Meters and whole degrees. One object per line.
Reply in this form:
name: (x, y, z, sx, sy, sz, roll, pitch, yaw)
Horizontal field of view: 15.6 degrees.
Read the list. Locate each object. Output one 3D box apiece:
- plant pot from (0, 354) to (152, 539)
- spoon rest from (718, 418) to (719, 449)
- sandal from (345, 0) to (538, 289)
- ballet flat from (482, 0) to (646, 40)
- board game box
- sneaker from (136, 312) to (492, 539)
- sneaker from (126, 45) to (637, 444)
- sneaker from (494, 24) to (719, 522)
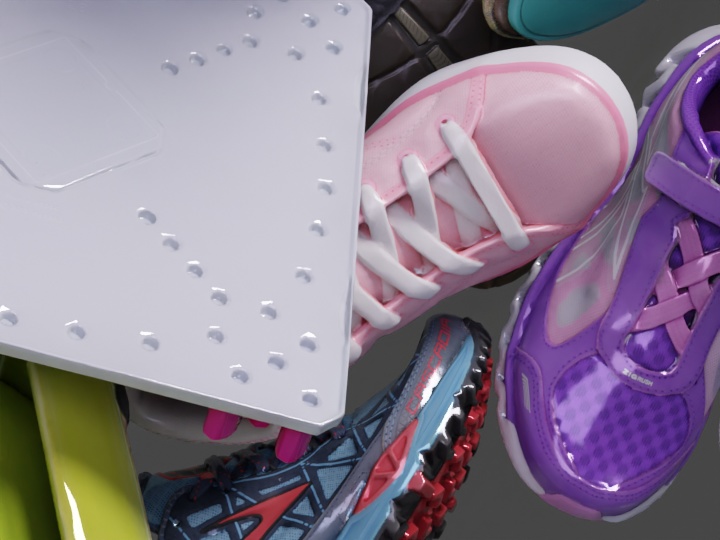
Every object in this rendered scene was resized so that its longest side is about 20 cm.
plant pot: (-0.158, 0.127, 0.780, 0.181, 0.200, 0.199, -3, 56, -21)
spoon rest: (0.216, 0.086, 0.903, 0.200, 0.061, 0.099, 36, 77, 10)
sandal: (0.006, -0.081, 0.932, 0.082, 0.055, 0.200, -43, 108, 5)
ballet flat: (0.104, -0.134, 0.942, 0.200, 0.071, 0.071, -22, 72, -34)
board game box: (-0.098, -0.041, 0.808, 0.199, 0.026, 0.200, 15, 43, -11)
sneaker: (-0.032, 0.085, 0.899, 0.095, 0.079, 0.200, 34, 77, 13)
sneaker: (0.000, 0.000, 0.877, 0.200, 0.105, 0.075, -22, 114, 22)
sneaker: (0.114, -0.009, 0.910, 0.080, 0.088, 0.200, 29, 74, -6)
